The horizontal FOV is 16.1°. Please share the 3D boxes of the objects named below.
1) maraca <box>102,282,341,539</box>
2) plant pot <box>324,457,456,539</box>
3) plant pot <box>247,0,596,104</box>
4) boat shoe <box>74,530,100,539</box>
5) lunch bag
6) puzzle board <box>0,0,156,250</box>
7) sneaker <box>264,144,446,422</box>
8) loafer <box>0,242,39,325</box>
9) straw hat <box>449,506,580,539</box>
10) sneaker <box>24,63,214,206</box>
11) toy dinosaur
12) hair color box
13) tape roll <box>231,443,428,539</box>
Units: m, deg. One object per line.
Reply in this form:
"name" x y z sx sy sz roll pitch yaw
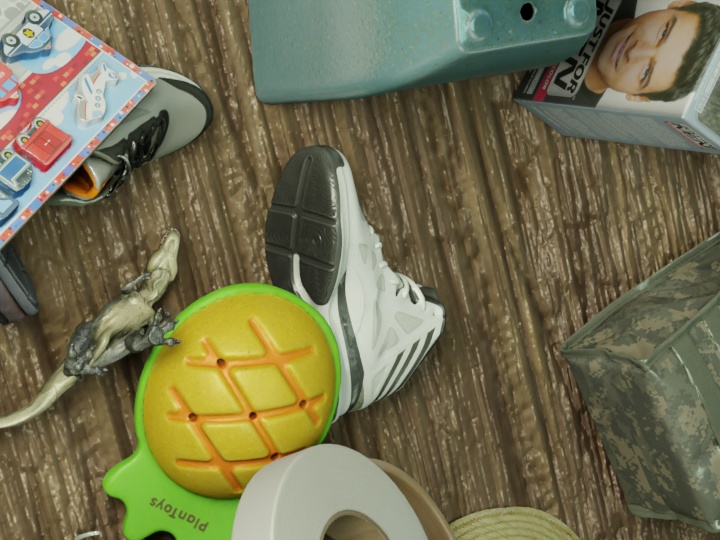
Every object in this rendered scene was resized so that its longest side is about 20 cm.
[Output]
"maraca" -0.092 0.104 1.731 0.137 0.107 0.201 26 96 -15
"plant pot" -0.010 0.240 1.788 0.201 0.092 0.202 32 48 -43
"plant pot" 0.053 -0.215 1.721 0.195 0.200 0.197 -11 103 -31
"boat shoe" -0.198 0.216 1.696 0.199 0.075 0.062 -7 106 -20
"lunch bag" 0.276 0.077 1.964 0.200 0.117 0.165 -38 116 -30
"puzzle board" -0.236 -0.104 1.565 0.150 0.017 0.200 35 49 4
"sneaker" 0.000 0.000 1.805 0.115 0.076 0.201 -18 115 -39
"loafer" -0.279 -0.043 1.617 0.063 0.072 0.200 -31 111 3
"straw hat" 0.123 0.275 1.907 0.200 0.085 0.202 -6 101 -33
"sneaker" -0.168 -0.077 1.645 0.200 0.079 0.074 -18 140 -45
"toy dinosaur" -0.172 0.049 1.679 0.200 0.088 0.048 -42 107 -22
"hair color box" 0.207 -0.145 1.832 0.061 0.200 0.099 32 79 -32
"tape roll" -0.010 0.214 1.677 0.203 0.037 0.204 36 43 -42
